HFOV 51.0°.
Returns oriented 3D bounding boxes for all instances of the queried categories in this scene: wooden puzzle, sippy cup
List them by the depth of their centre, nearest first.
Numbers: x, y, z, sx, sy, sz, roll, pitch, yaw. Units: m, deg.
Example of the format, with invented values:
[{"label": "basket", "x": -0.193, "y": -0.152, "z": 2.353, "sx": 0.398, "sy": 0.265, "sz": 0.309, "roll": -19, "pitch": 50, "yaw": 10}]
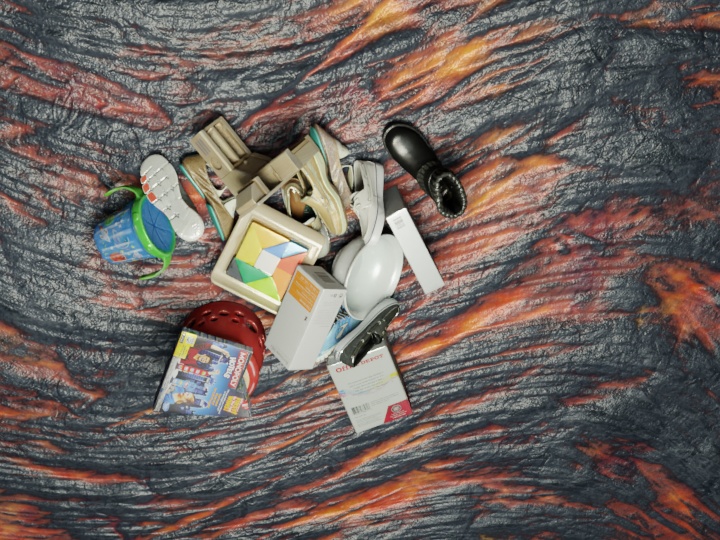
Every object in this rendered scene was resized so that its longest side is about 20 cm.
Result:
[{"label": "sippy cup", "x": -0.479, "y": -0.077, "z": 1.582, "sx": 0.130, "sy": 0.179, "sz": 0.140, "roll": -17, "pitch": 157, "yaw": 13}, {"label": "wooden puzzle", "x": -0.196, "y": -0.023, "z": 1.595, "sx": 0.184, "sy": 0.037, "sz": 0.201, "roll": 27, "pitch": 101, "yaw": -8}]

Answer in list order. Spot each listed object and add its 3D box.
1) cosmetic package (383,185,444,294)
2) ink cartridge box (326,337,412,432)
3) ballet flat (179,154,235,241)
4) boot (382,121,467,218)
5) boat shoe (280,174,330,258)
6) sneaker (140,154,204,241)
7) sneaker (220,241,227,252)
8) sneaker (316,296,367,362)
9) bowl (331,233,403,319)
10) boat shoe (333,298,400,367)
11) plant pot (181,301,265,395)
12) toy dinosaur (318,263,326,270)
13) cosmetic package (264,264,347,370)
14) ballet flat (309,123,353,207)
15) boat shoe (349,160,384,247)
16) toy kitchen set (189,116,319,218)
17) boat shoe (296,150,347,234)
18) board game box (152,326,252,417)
[{"label": "cosmetic package", "x": 0.108, "y": -0.068, "z": 1.630, "sx": 0.052, "sy": 0.151, "sz": 0.200, "roll": -27, "pitch": 115, "yaw": 5}, {"label": "ink cartridge box", "x": 0.017, "y": 0.241, "z": 1.763, "sx": 0.145, "sy": 0.145, "sz": 0.201, "roll": -19, "pitch": 115, "yaw": 3}, {"label": "ballet flat", "x": -0.306, "y": -0.159, "z": 1.600, "sx": 0.072, "sy": 0.068, "sz": 0.201, "roll": -32, "pitch": 111, "yaw": -13}, {"label": "boot", "x": 0.135, "y": -0.210, "z": 1.563, "sx": 0.079, "sy": 0.158, "sz": 0.211, "roll": -43, "pitch": 112, "yaw": 13}, {"label": "boat shoe", "x": -0.121, "y": -0.107, "z": 1.632, "sx": 0.074, "sy": 0.068, "sz": 0.201, "roll": -23, "pitch": 115, "yaw": 5}, {"label": "sneaker", "x": -0.394, "y": -0.147, "z": 1.585, "sx": 0.077, "sy": 0.082, "sz": 0.201, "roll": -28, "pitch": 90, "yaw": -1}, {"label": "sneaker", "x": -0.209, "y": -0.012, "z": 1.667, "sx": 0.199, "sy": 0.081, "sz": 0.089, "roll": 7, "pitch": 120, "yaw": -4}, {"label": "sneaker", "x": -0.052, "y": 0.120, "z": 1.694, "sx": 0.200, "sy": 0.078, "sz": 0.090, "roll": -40, "pitch": 148, "yaw": -24}, {"label": "bowl", "x": 0.000, "y": 0.000, "z": 1.661, "sx": 0.201, "sy": 0.090, "sz": 0.202, "roll": -33, "pitch": 136, "yaw": -39}, {"label": "boat shoe", "x": 0.026, "y": 0.140, "z": 1.660, "sx": 0.200, "sy": 0.057, "sz": 0.069, "roll": -41, "pitch": 148, "yaw": -27}, {"label": "plant pot", "x": -0.310, "y": 0.195, "z": 1.690, "sx": 0.199, "sy": 0.183, "sz": 0.201, "roll": -3, "pitch": 115, "yaw": -7}, {"label": "toy dinosaur", "x": -0.121, "y": 0.075, "z": 1.718, "sx": 0.135, "sy": 0.102, "sz": 0.201, "roll": 5, "pitch": 99, "yaw": -30}, {"label": "cosmetic package", "x": -0.117, "y": 0.100, "z": 1.592, "sx": 0.071, "sy": 0.101, "sz": 0.201, "roll": 4, "pitch": 117, "yaw": -46}, {"label": "ballet flat", "x": -0.054, "y": -0.225, "z": 1.597, "sx": 0.067, "sy": 0.068, "sz": 0.201, "roll": -24, "pitch": 122, "yaw": -17}, {"label": "boat shoe", "x": 0.010, "y": -0.143, "z": 1.571, "sx": 0.065, "sy": 0.201, "sz": 0.072, "roll": 11, "pitch": 156, "yaw": -19}, {"label": "toy kitchen set", "x": -0.228, "y": -0.218, "z": 1.457, "sx": 0.200, "sy": 0.163, "sz": 0.181, "roll": -26, "pitch": 108, "yaw": 46}, {"label": "boat shoe", "x": -0.094, "y": -0.157, "z": 1.567, "sx": 0.076, "sy": 0.072, "sz": 0.201, "roll": -32, "pitch": 106, "yaw": -30}, {"label": "board game box", "x": -0.304, "y": 0.224, "z": 1.569, "sx": 0.199, "sy": 0.062, "sz": 0.201, "roll": 19, "pitch": 110, "yaw": -17}]
